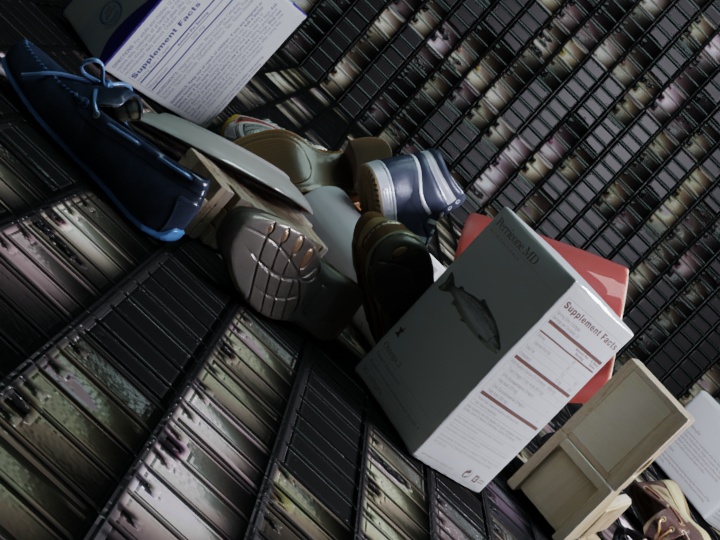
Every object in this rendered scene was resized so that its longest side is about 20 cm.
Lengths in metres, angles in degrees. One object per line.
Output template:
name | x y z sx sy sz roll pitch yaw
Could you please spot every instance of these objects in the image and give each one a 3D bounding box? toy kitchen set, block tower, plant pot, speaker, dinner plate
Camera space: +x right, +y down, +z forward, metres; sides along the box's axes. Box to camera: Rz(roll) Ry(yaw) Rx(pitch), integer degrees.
toy kitchen set | 0.286 0.216 1.191 0.164 0.181 0.199 48 13 22
block tower | -0.102 -0.042 1.040 0.058 0.054 0.199 49 11 29
plant pot | 0.182 0.052 1.231 0.174 0.204 0.200 11 3 12
speaker | 0.000 0.000 1.220 0.081 0.081 0.201 32 14 -50
dinner plate | -0.128 -0.105 1.086 0.198 0.025 0.200 26 -3 1

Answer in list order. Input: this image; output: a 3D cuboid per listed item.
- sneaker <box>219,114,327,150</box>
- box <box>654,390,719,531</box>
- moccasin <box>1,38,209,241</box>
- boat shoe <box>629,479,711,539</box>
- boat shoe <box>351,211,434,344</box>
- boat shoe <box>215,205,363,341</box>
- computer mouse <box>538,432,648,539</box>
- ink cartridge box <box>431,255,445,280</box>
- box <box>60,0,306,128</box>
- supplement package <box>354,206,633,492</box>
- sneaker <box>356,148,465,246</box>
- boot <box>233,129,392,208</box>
sneaker | -0.102 -0.148 1.431 0.082 0.078 0.200 45 9 19
box | 0.706 0.385 2.306 0.199 0.172 0.200 34 14 -46
moccasin | -0.191 -0.111 0.907 0.200 0.068 0.080 45 9 5
boat shoe | 0.401 0.345 1.532 0.071 0.073 0.201 10 31 -12
boat shoe | 0.035 0.025 1.075 0.074 0.075 0.202 52 -19 41
boat shoe | -0.070 -0.001 0.986 0.073 0.075 0.200 38 -5 33
computer mouse | 0.276 0.261 1.331 0.034 0.059 0.200 -19 59 -42
ink cartridge box | 0.106 0.054 1.554 0.200 0.045 0.176 45 -16 2
box | -0.191 -0.282 1.298 0.105 0.184 0.199 49 10 27
supplement package | 0.115 0.071 1.026 0.117 0.200 0.117 34 12 -43
sneaker | 0.059 -0.041 1.300 0.070 0.107 0.203 44 -32 47
boot | -0.066 -0.100 1.336 0.155 0.196 0.078 121 -42 -69
